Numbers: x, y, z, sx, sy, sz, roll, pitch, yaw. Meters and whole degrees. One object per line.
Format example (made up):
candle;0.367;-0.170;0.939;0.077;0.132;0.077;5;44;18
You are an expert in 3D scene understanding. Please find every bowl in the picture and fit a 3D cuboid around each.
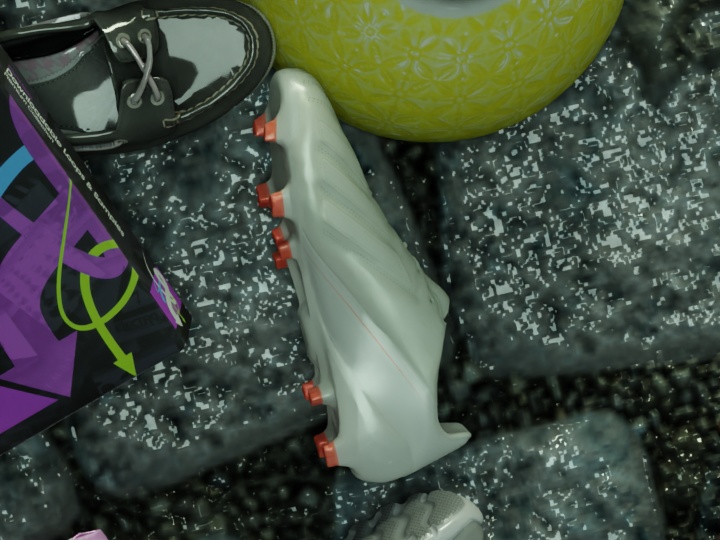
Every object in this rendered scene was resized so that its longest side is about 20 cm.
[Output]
bowl;0.038;-0.159;0.824;0.198;0.108;0.203;0;93;-4

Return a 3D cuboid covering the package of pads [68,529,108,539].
package of pads;-0.124;0.227;0.813;0.075;0.120;0.201;-26;88;-43

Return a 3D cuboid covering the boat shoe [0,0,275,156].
boat shoe;-0.137;-0.081;0.823;0.198;0.057;0.068;-11;98;7

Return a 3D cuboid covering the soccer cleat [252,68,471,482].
soccer cleat;0.000;0.000;0.852;0.077;0.069;0.202;-14;100;-9

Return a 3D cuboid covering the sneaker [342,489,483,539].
sneaker;-0.003;0.191;0.860;0.082;0.075;0.200;38;101;-11

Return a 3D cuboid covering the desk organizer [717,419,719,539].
desk organizer;0.204;0.120;0.862;0.071;0.077;0.202;13;91;-5

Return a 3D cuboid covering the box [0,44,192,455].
box;-0.188;-0.014;0.809;0.142;0.036;0.201;-30;110;10
